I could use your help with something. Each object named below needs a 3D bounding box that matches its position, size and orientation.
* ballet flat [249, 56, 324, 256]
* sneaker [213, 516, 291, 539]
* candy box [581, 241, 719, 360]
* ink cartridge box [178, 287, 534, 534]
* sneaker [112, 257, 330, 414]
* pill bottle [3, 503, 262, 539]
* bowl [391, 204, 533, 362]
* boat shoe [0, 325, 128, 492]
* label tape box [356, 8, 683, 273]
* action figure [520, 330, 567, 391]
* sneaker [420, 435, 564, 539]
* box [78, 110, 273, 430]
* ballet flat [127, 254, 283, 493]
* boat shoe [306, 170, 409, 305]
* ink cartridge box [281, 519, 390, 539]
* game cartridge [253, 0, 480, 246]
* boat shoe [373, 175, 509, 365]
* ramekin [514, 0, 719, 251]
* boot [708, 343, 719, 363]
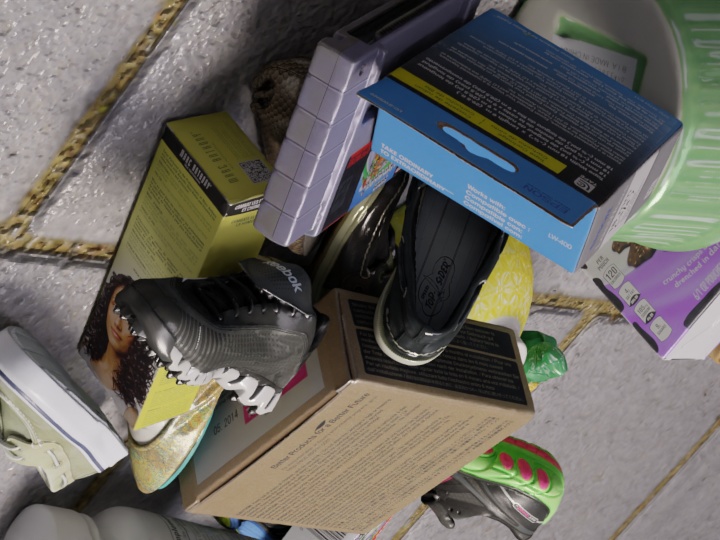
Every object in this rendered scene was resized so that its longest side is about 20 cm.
[{"bbox_3d":[-0.041,-0.072,1.237,0.200,0.046,0.068,85,28,-65],"label":"ballet flat"},{"bbox_3d":[-0.082,0.156,1.502,0.083,0.071,0.200,-46,159,-2],"label":"sneaker"},{"bbox_3d":[0.216,-0.065,1.400,0.071,0.200,0.168,3,130,-53],"label":"candy box"},{"bbox_3d":[-0.007,0.102,1.355,0.164,0.076,0.200,14,142,-37],"label":"ink cartridge box"},{"bbox_3d":[-0.074,0.024,1.151,0.090,0.067,0.200,-45,156,5],"label":"sneaker"},{"bbox_3d":[-0.154,0.231,1.412,0.199,0.115,0.115,20,119,-35],"label":"pill bottle"},{"bbox_3d":[0.062,0.044,1.468,0.199,0.108,0.201,-31,151,-19],"label":"bowl"},{"bbox_3d":[-0.199,0.097,1.249,0.062,0.072,0.200,-39,156,-7],"label":"boat shoe"},{"bbox_3d":[0.086,-0.069,1.144,0.200,0.143,0.064,-38,156,-56],"label":"label tape box"},{"bbox_3d":[0.109,0.090,1.571,0.118,0.055,0.200,-43,-176,-26],"label":"action figure"},{"bbox_3d":[0.057,0.154,1.535,0.077,0.198,0.084,-40,151,-62],"label":"sneaker"},{"bbox_3d":[-0.112,0.003,1.218,0.050,0.075,0.201,-15,142,-41],"label":"box"},{"bbox_3d":[-0.118,0.065,1.325,0.070,0.071,0.201,1,133,-53],"label":"ballet flat"},{"bbox_3d":[0.000,0.001,1.344,0.202,0.066,0.072,-62,-178,43],"label":"boat shoe"},{"bbox_3d":[-0.009,0.204,1.608,0.109,0.050,0.200,-53,169,9],"label":"ink cartridge box"},{"bbox_3d":[0.010,-0.099,1.175,0.200,0.038,0.131,-40,152,-57],"label":"game cartridge"},{"bbox_3d":[0.064,-0.039,1.254,0.201,0.074,0.066,-64,-174,-15],"label":"boat shoe"},{"bbox_3d":[0.178,-0.112,1.296,0.097,0.201,0.201,-2,135,-40],"label":"ramekin"},{"bbox_3d":[0.261,-0.062,1.463,0.066,0.200,0.176,4,130,-54],"label":"boot"}]
